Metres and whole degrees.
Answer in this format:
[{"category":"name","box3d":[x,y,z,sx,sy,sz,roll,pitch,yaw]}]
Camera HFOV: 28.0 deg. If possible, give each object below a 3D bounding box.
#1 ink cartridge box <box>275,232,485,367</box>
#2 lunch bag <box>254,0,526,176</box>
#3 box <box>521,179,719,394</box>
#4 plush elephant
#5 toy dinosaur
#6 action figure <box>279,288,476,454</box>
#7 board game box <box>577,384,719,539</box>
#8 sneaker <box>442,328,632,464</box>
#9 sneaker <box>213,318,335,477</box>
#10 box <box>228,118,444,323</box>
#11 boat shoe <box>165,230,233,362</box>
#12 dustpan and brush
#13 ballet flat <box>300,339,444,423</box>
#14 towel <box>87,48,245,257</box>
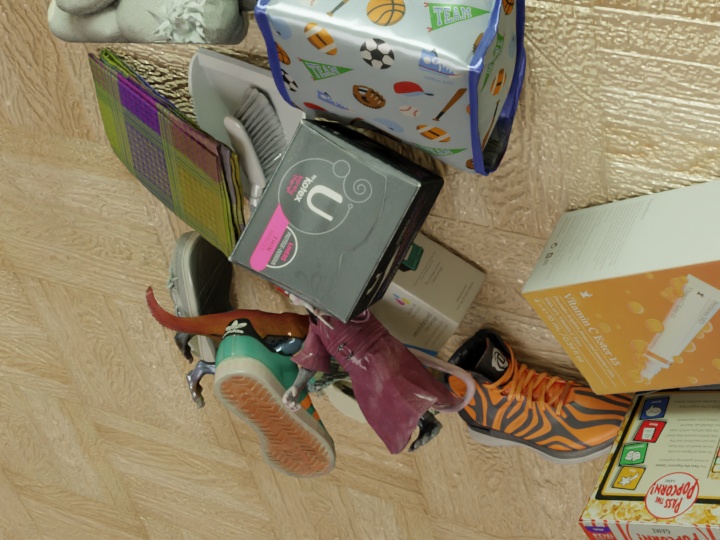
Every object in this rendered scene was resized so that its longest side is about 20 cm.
[{"category":"ink cartridge box","box3d":[0.000,0.000,1.316,0.200,0.067,0.116,32,145,1]},{"category":"lunch bag","box3d":[0.030,-0.155,1.051,0.170,0.124,0.200,19,157,15]},{"category":"box","box3d":[0.248,0.014,1.114,0.200,0.098,0.124,-12,126,45]},{"category":"plush elephant","box3d":[-0.145,-0.247,1.071,0.164,0.155,0.200,-2,-171,-16]},{"category":"toy dinosaur","box3d":[-0.084,0.071,1.402,0.181,0.105,0.200,-21,148,4]},{"category":"action figure","box3d":[0.007,0.062,1.261,0.200,0.149,0.134,51,138,7]},{"category":"board game box","box3d":[0.279,0.138,1.152,0.151,0.200,0.046,-5,131,42]},{"category":"sneaker","box3d":[0.154,0.113,1.325,0.200,0.078,0.112,-3,133,40]},{"category":"sneaker","box3d":[-0.075,0.121,1.366,0.071,0.080,0.200,-13,138,17]},{"category":"box","box3d":[-0.013,-0.043,1.142,0.106,0.123,0.200,29,-173,5]},{"category":"boat shoe","box3d":[-0.171,0.029,1.482,0.065,0.075,0.202,17,150,14]},{"category":"dustpan and brush","box3d":[-0.088,-0.086,1.265,0.139,0.057,0.200,24,146,34]},{"category":"ballet flat","box3d":[0.016,0.121,1.387,0.200,0.074,0.074,26,154,-38]},{"category":"towel","box3d":[-0.172,-0.104,1.309,0.200,0.023,0.144,38,150,31]}]
